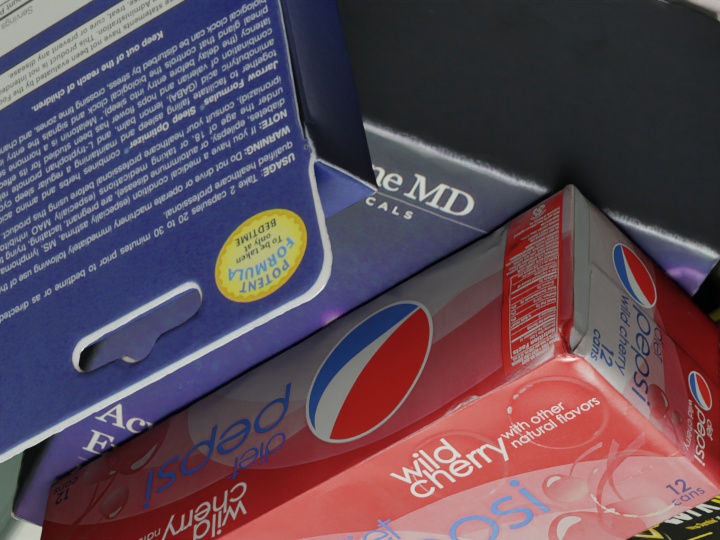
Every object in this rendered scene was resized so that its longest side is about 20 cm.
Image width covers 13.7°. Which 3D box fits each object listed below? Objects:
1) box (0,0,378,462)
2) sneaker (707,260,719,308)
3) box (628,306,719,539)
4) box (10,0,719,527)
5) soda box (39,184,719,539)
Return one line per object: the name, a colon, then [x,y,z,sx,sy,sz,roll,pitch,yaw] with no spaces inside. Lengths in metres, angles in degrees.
box: [-0.062,-0.056,0.775,0.121,0.201,0.032,-27,148,28]
sneaker: [0.190,-0.014,0.885,0.199,0.067,0.091,-5,161,-10]
box: [0.157,0.063,0.902,0.159,0.050,0.200,18,164,-10]
box: [0.000,0.000,0.884,0.147,0.105,0.200,19,133,-12]
soda box: [0.002,0.060,0.825,0.200,0.064,0.070,-30,124,30]
